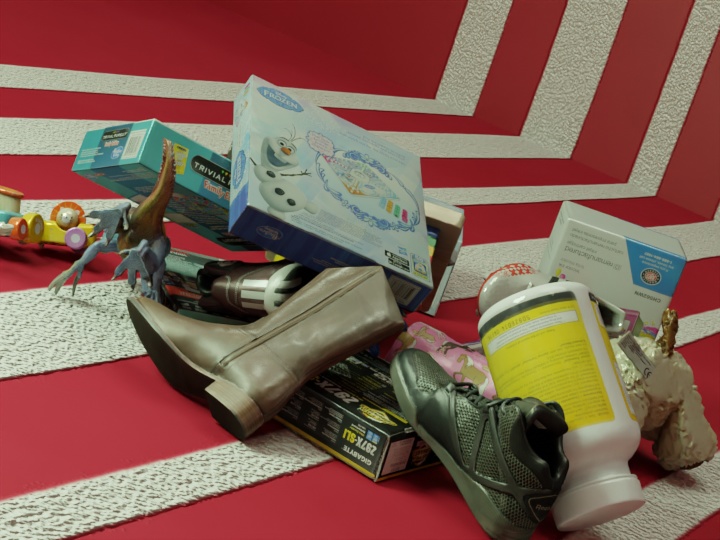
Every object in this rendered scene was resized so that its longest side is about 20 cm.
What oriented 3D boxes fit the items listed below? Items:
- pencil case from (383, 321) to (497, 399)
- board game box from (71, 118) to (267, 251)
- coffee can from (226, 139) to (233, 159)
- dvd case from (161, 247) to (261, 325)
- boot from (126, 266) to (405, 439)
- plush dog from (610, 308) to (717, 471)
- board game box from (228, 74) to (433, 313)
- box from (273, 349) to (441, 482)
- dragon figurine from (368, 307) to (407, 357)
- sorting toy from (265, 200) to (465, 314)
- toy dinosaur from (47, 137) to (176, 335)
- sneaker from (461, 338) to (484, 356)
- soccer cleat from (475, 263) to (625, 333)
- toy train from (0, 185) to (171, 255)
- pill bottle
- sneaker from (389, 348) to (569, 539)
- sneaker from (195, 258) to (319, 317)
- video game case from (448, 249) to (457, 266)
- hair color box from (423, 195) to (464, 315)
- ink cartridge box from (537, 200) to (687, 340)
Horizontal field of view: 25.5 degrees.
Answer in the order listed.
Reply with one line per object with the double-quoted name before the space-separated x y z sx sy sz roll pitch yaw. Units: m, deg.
"pencil case" 0.116 0.123 1.528 0.199 0.084 0.086 25 12 25
"board game box" -0.161 -0.079 1.554 0.199 0.047 0.150 27 -14 -31
"coffee can" -0.069 -0.099 1.983 0.198 0.148 0.146 20 14 0
"dvd case" -0.151 0.024 1.668 0.145 0.022 0.200 13 17 -26
"boot" -0.081 0.038 1.403 0.199 0.065 0.186 -36 61 -24
"plush dog" 0.259 0.120 1.656 0.198 0.162 0.171 10 -8 -34
"board game box" -0.029 -0.074 1.511 0.199 0.043 0.200 24 37 -22
"box" -0.014 0.115 1.454 0.199 0.050 0.159 28 19 29
"dragon figurine" 0.000 0.000 1.561 0.100 0.058 0.202 74 -4 -64
"sorting toy" -0.006 -0.014 1.728 0.198 0.070 0.199 18 -29 0
"toy dinosaur" -0.194 -0.014 1.487 0.105 0.200 0.181 47 7 7
"sneaker" 0.171 0.086 1.603 0.199 0.074 0.114 -4 7 34
"soccer cleat" 0.197 0.037 1.644 0.085 0.069 0.199 19 6 42
"toy train" -0.295 -0.051 1.587 0.198 0.056 0.150 9 -5 -32
"pill bottle" 0.181 0.120 1.402 0.111 0.112 0.202 5 61 -44
"sneaker" 0.107 0.121 1.348 0.076 0.115 0.200 7 38 -47
"sneaker" -0.104 0.010 1.606 0.114 0.077 0.200 5 2 9
"video game case" -0.018 -0.057 1.755 0.181 0.022 0.200 -8 -38 38
"hair color box" 0.086 -0.022 1.994 0.060 0.100 0.200 20 14 0
"ink cartridge box" 0.261 0.045 1.781 0.143 0.202 0.085 18 18 -2
